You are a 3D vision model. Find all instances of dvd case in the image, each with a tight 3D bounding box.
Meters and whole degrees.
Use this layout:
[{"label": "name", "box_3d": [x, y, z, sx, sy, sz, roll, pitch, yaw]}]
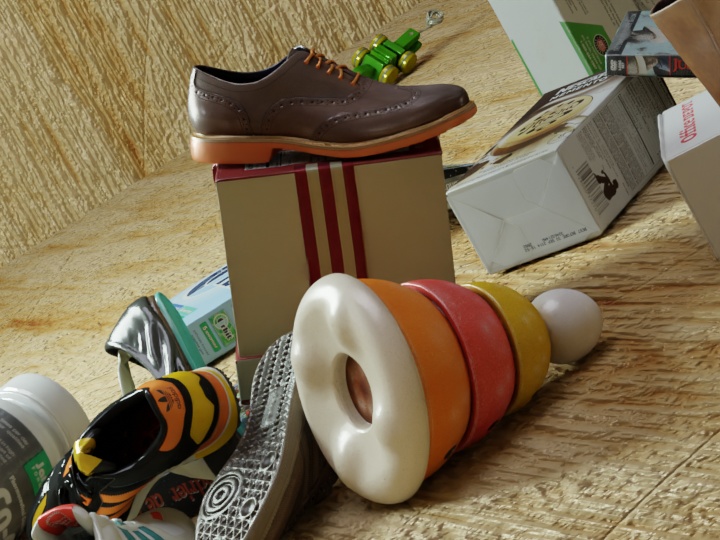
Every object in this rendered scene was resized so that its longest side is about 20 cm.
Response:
[{"label": "dvd case", "box_3d": [0.304, -0.182, 1.886, 0.200, 0.022, 0.146, 1, 20, 14]}]

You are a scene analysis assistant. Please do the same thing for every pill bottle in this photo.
[{"label": "pill bottle", "box_3d": [-0.308, 0.170, 1.869, 0.113, 0.113, 0.200, -19, 16, 44]}]

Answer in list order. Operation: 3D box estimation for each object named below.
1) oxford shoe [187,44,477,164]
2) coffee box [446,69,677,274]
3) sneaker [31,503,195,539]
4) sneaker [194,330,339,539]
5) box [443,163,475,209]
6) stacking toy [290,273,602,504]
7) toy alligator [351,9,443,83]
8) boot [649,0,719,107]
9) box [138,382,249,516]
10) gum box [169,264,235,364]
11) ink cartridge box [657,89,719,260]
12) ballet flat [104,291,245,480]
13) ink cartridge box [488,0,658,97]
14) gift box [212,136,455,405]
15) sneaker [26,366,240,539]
[{"label": "oxford shoe", "box_3d": [-0.022, -0.117, 1.609, 0.200, 0.073, 0.071, -5, 14, 5]}, {"label": "coffee box", "box_3d": [0.168, -0.087, 1.879, 0.113, 0.080, 0.200, -21, 14, 36]}, {"label": "sneaker", "box_3d": [-0.159, 0.178, 1.507, 0.070, 0.093, 0.200, -26, 12, 18]}, {"label": "sneaker", "box_3d": [-0.043, 0.129, 1.521, 0.070, 0.076, 0.200, -22, 36, 40]}, {"label": "box", "box_3d": [0.024, -0.071, 2.155, 0.137, 0.040, 0.200, -10, 4, -20]}, {"label": "stacking toy", "box_3d": [0.070, 0.052, 1.479, 0.200, 0.146, 0.146, -16, 4, -26]}, {"label": "toy alligator", "box_3d": [0.046, -0.281, 3.128, 0.200, 0.059, 0.054, -39, -26, -39]}, {"label": "boot", "box_3d": [0.271, -0.093, 1.333, 0.068, 0.200, 0.188, -34, 12, -22]}, {"label": "box", "box_3d": [-0.138, 0.148, 1.729, 0.200, 0.038, 0.137, -31, 11, -6]}, {"label": "gum box", "box_3d": [-0.107, 0.023, 2.183, 0.200, 0.045, 0.170, -33, 11, -14]}, {"label": "ink cartridge box", "box_3d": [0.308, -0.101, 1.579, 0.200, 0.084, 0.145, -27, 12, 13]}, {"label": "ballet flat", "box_3d": [-0.120, 0.101, 1.647, 0.068, 0.068, 0.200, -38, 51, 1]}, {"label": "ink cartridge box", "box_3d": [0.237, -0.282, 2.396, 0.200, 0.147, 0.083, -37, 12, -38]}, {"label": "gift box", "box_3d": [0.000, 0.000, 1.670, 0.200, 0.187, 0.185, -5, 15, 4]}, {"label": "sneaker", "box_3d": [-0.174, 0.130, 1.582, 0.200, 0.070, 0.090, -40, -22, 27]}]
